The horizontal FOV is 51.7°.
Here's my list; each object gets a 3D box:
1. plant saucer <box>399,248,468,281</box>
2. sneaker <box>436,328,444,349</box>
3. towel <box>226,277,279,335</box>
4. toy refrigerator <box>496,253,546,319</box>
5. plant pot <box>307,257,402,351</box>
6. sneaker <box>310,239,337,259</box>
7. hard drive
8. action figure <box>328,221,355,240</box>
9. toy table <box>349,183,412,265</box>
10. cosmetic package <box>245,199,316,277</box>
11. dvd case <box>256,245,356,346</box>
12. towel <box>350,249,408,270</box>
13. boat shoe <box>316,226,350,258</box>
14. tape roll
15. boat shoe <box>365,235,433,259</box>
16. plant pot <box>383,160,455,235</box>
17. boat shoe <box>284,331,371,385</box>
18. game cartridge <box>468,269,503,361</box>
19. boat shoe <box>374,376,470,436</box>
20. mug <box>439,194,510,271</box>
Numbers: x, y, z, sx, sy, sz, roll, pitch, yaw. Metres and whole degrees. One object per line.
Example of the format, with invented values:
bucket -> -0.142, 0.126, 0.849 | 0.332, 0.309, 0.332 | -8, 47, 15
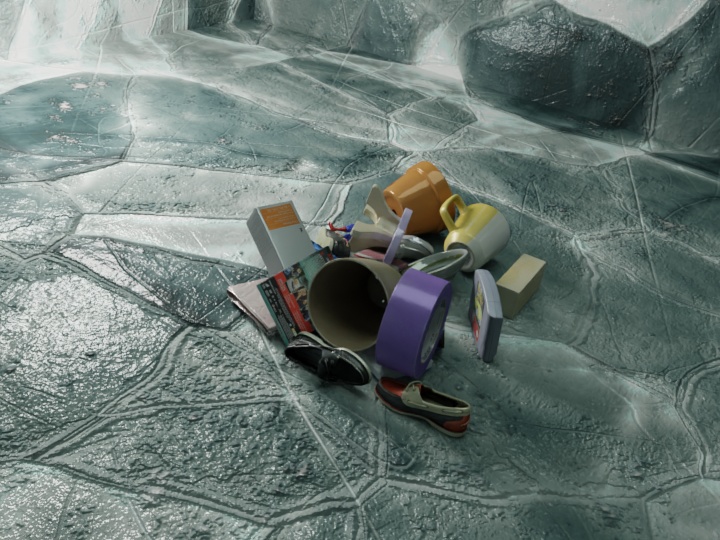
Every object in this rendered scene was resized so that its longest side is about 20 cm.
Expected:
plant saucer -> 0.172, 0.007, 1.794 | 0.198, 0.051, 0.200 | -20, 11, 4
sneaker -> 0.124, 0.117, 1.633 | 0.077, 0.076, 0.200 | -14, 28, -19
towel -> -0.170, 0.070, 1.657 | 0.198, 0.033, 0.191 | -12, 35, -36
toy refrigerator -> 0.385, 0.035, 1.825 | 0.069, 0.077, 0.200 | 23, 33, 23
plant pot -> 0.015, 0.053, 1.564 | 0.185, 0.190, 0.200 | 21, 18, 21
sneaker -> -0.092, -0.022, 1.729 | 0.197, 0.079, 0.066 | 13, 22, 14
hard drive -> 0.043, 0.156, 1.574 | 0.131, 0.026, 0.200 | -11, 36, -31
action figure -> 0.002, -0.126, 2.005 | 0.197, 0.066, 0.100 | -3, 44, -19
toy table -> 0.050, -0.106, 1.814 | 0.116, 0.186, 0.200 | 24, 17, 1
cosmetic package -> -0.166, -0.049, 1.662 | 0.101, 0.071, 0.202 | -16, 73, -36
dvd case -> -0.112, 0.052, 1.588 | 0.199, 0.147, 0.022 | -32, 8, -35
towel -> 0.000, 0.000, 1.809 | 0.143, 0.023, 0.199 | 19, 30, 41
boat shoe -> -0.073, -0.060, 1.855 | 0.062, 0.075, 0.201 | 15, 9, -17
tape roll -> 0.106, 0.104, 1.454 | 0.084, 0.202, 0.200 | 19, 31, 17
boat shoe -> 0.088, -0.055, 1.923 | 0.197, 0.071, 0.070 | 17, 58, 7
plant pot -> 0.148, -0.181, 2.037 | 0.139, 0.202, 0.200 | -24, 41, -20
boat shoe -> -0.070, 0.181, 1.453 | 0.198, 0.075, 0.066 | 28, 37, 30
game cartridge -> 0.275, 0.088, 1.645 | 0.040, 0.135, 0.201 | 6, 29, -5
boat shoe -> 0.117, 0.244, 1.407 | 0.198, 0.063, 0.071 | 23, 34, 25
mug -> 0.276, -0.083, 1.937 | 0.185, 0.150, 0.153 | 33, 44, 14
